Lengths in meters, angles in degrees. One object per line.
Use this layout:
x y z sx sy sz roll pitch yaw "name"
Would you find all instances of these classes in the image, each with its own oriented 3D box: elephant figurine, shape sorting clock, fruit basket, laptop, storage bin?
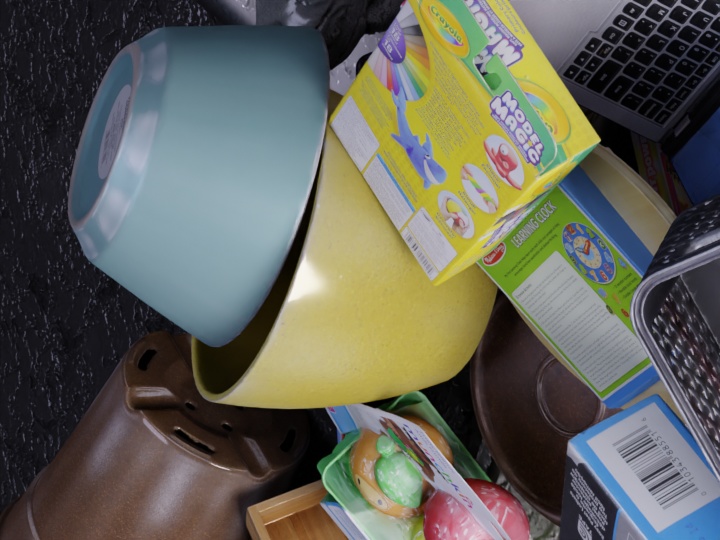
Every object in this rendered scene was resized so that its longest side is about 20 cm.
-0.030 -0.189 1.382 0.155 0.141 0.200 96 155 -44 "elephant figurine"
0.131 0.000 1.164 0.200 0.039 0.200 39 154 23 "shape sorting clock"
0.049 0.156 1.307 0.185 0.094 0.200 52 172 -16 "fruit basket"
0.177 -0.097 1.067 0.187 0.200 0.116 -52 18 44 "laptop"
0.236 0.052 1.018 0.135 0.094 0.200 -26 102 27 "storage bin"

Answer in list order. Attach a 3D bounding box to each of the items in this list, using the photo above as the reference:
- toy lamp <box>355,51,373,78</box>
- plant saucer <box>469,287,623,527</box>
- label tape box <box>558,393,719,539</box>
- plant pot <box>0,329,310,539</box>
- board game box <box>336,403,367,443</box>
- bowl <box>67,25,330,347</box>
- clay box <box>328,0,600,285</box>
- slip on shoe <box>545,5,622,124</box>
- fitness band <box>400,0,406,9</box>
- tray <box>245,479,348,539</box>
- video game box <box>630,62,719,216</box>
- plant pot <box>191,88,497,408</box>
0.038 -0.048 1.382 0.058 0.058 0.200 -29 73 51 "toy lamp"
0.134 0.072 1.270 0.200 0.034 0.201 13 108 44 "plant saucer"
0.174 0.182 1.160 0.144 0.063 0.200 53 161 31 "label tape box"
-0.146 0.163 1.565 0.200 0.200 0.198 52 126 34 "plant pot"
-0.004 0.033 1.433 0.103 0.019 0.200 -101 12 -74 "board game box"
-0.106 -0.063 1.248 0.201 0.105 0.201 -164 90 -71 "bowl"
0.054 -0.078 1.098 0.115 0.048 0.200 57 156 7 "clay box"
0.113 -0.114 1.222 0.200 0.076 0.061 95 -170 -63 "slip on shoe"
0.095 -0.172 1.175 0.144 0.200 0.037 -41 80 9 "fitness band"
0.005 0.237 1.436 0.037 0.098 0.200 99 148 -61 "tray"
0.220 -0.095 1.141 0.182 0.047 0.200 -18 81 51 "video game box"
0.000 0.000 1.276 0.200 0.142 0.200 -163 90 -71 "plant pot"
